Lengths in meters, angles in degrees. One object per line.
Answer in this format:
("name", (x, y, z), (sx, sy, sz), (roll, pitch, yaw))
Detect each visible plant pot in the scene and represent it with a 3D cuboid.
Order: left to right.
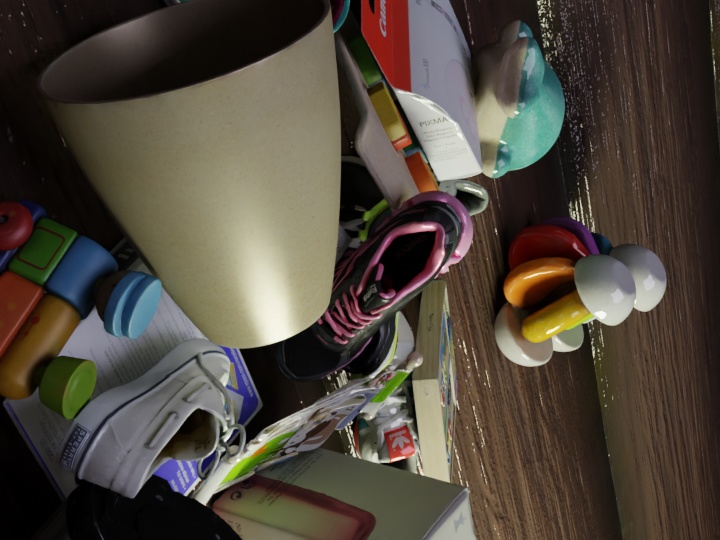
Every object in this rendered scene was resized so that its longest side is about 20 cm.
("plant pot", (-0.088, -0.056, 0.778), (0.187, 0.187, 0.201), (-41, 128, -42))

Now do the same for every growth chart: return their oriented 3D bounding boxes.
("growth chart", (-0.049, 0.136, 0.988), (0.200, 0.018, 0.145), (-25, 162, -26))

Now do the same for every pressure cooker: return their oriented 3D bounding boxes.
("pressure cooker", (-0.170, 0.256, 0.784), (0.178, 0.176, 0.200), (36, 103, -31))

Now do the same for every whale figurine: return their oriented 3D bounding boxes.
("whale figurine", (0.159, -0.167, 1.174), (0.200, 0.103, 0.160), (130, -29, -83))

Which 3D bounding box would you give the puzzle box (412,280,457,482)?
("puzzle box", (0.076, 0.113, 1.183), (0.200, 0.025, 0.133), (-78, 162, -62))

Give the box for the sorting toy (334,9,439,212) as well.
("sorting toy", (0.026, -0.125, 1.032), (0.185, 0.036, 0.200), (57, 15, -46))

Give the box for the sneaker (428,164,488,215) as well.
("sneaker", (0.049, -0.053, 1.128), (0.200, 0.088, 0.074), (-32, 125, -44))

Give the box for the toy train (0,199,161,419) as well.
("toy train", (-0.217, 0.061, 0.736), (0.200, 0.115, 0.085), (-61, 164, -25))

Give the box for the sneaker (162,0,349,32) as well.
("sneaker", (-0.053, -0.193, 0.913), (0.200, 0.120, 0.084), (31, 74, -55))

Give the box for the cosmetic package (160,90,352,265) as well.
("cosmetic package", (-0.095, -0.061, 0.901), (0.200, 0.051, 0.083), (49, 59, -27))

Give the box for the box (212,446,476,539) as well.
("box", (-0.010, 0.243, 1.022), (0.109, 0.199, 0.128), (-38, 127, -44))

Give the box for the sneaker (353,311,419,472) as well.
("sneaker", (0.030, 0.125, 1.116), (0.070, 0.093, 0.200), (-12, 123, -14))

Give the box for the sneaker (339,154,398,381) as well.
("sneaker", (0.000, 0.000, 1.022), (0.083, 0.071, 0.201), (-29, 112, -75))

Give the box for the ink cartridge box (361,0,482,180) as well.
("ink cartridge box", (0.056, -0.202, 1.067), (0.200, 0.057, 0.163), (62, 22, -51))

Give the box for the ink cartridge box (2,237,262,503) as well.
("ink cartridge box", (-0.170, 0.095, 0.891), (0.200, 0.043, 0.199), (-51, 137, -37))

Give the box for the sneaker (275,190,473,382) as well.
("sneaker", (0.003, 0.018, 0.935), (0.200, 0.079, 0.095), (-45, -176, 13))

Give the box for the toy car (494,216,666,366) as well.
("toy car", (0.239, 0.010, 1.382), (0.200, 0.175, 0.150), (-14, 74, -52))

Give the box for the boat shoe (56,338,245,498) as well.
("boat shoe", (-0.118, 0.106, 0.812), (0.075, 0.086, 0.202), (-62, 170, 15))
